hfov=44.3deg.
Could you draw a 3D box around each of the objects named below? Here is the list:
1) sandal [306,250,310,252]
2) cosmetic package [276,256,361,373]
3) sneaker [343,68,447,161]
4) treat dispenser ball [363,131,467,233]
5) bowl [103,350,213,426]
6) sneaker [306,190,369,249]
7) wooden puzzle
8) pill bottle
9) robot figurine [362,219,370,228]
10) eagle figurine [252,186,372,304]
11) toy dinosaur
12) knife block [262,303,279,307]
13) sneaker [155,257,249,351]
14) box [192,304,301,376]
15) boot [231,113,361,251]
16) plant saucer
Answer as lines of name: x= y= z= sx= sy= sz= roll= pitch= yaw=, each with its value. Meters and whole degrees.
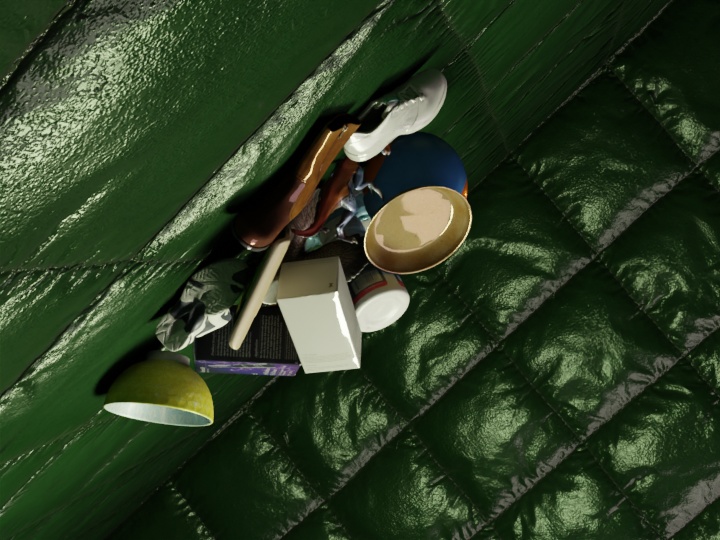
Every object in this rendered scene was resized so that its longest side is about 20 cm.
sandal: x=-0.133 y=-0.014 z=1.738 sx=0.078 sy=0.060 sz=0.207 roll=-26 pitch=-169 yaw=11
cosmetic package: x=-0.066 y=0.079 z=1.503 sx=0.086 sy=0.105 sz=0.202 roll=-86 pitch=168 yaw=-45
sneaker: x=0.055 y=-0.250 z=1.363 sx=0.199 sy=0.075 sz=0.089 roll=-40 pitch=162 yaw=-7
treat dispenser ball: x=0.100 y=-0.154 z=1.636 sx=0.200 sy=0.202 sz=0.201 roll=-41 pitch=174 yaw=-6
bowl: x=-0.355 y=0.207 z=1.589 sx=0.200 sy=0.196 sz=0.110 roll=122 pitch=-25 yaw=-69
sneaker: x=-0.051 y=-0.083 z=1.729 sx=0.199 sy=0.082 sz=0.074 roll=-40 pitch=173 yaw=-20
wooden puzzle: x=-0.160 y=0.017 z=1.412 sx=0.200 sy=0.037 sz=0.188 roll=-91 pitch=-154 yaw=-81
pill bottle: x=0.000 y=0.000 z=1.642 sx=0.117 sy=0.202 sz=0.121 roll=-19 pitch=147 yaw=-13
robot figurine: x=0.075 y=-0.147 z=1.900 sx=0.199 sy=0.125 sz=0.150 roll=-42 pitch=163 yaw=-1
eagle figurine: x=-0.101 y=-0.032 z=1.557 sx=0.198 sy=0.154 sz=0.150 roll=-31 pitch=150 yaw=31
toy dinosaur: x=-0.015 y=-0.142 z=1.430 sx=0.200 sy=0.103 sz=0.185 roll=-29 pitch=137 yaw=-71
knife block: x=-0.135 y=0.052 z=1.785 sx=0.195 sy=0.065 sz=0.176 roll=-4 pitch=-165 yaw=-3
sneaker: x=-0.240 y=0.044 z=1.459 sx=0.200 sy=0.079 sz=0.130 roll=-50 pitch=177 yaw=19
box: x=-0.208 y=0.130 z=1.630 sx=0.195 sy=0.107 sz=0.148 roll=3 pitch=165 yaw=-8
boot: x=-0.088 y=-0.128 z=1.276 sx=0.200 sy=0.069 sz=0.188 roll=-48 pitch=171 yaw=34
plant saucer: x=0.096 y=-0.078 z=1.533 sx=0.196 sy=0.036 sz=0.203 roll=-12 pitch=138 yaw=-11
